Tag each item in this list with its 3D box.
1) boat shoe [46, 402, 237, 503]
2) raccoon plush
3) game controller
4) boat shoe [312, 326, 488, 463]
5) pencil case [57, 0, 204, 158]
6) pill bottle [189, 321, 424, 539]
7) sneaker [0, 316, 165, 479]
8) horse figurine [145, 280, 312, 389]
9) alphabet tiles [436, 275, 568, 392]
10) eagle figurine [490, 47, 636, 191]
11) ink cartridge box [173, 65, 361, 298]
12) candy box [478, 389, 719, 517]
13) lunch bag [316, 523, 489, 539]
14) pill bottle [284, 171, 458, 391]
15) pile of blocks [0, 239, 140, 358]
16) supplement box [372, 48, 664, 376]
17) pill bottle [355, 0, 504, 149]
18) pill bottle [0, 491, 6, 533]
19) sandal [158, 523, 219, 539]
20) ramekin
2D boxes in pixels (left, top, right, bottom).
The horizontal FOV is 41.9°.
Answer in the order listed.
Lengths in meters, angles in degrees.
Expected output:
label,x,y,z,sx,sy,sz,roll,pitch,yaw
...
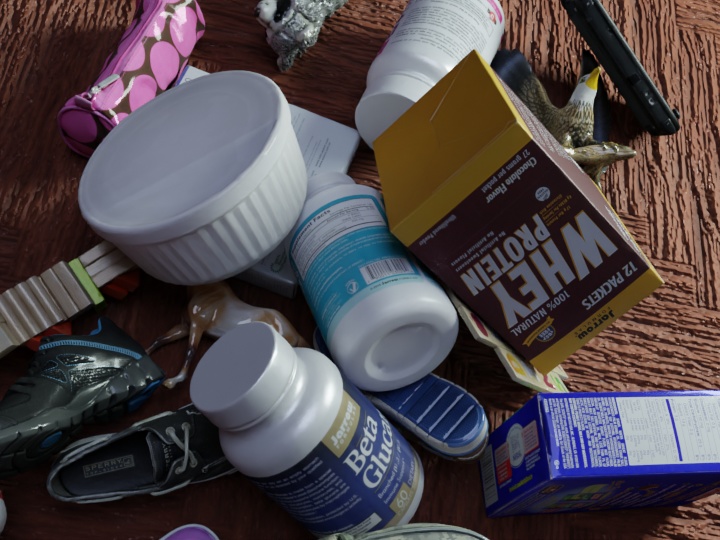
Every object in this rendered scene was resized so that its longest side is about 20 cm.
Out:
label,x,y,z,sx,sy,sz,roll,pitch,yaw
boat shoe,-0.159,0.153,0.785,0.199,0.064,0.071,-17,90,-9
raccoon plush,-0.027,-0.299,1.056,0.199,0.097,0.135,-9,72,-16
game controller,0.289,-0.237,1.049,0.200,0.042,0.104,52,20,-14
boat shoe,0.032,0.112,0.852,0.072,0.073,0.200,-39,52,-17
pencil case,-0.229,-0.207,0.961,0.090,0.094,0.201,10,57,15
pill bottle,-0.042,0.132,0.752,0.200,0.111,0.111,49,53,-34
sneaker,-0.253,0.101,0.758,0.082,0.073,0.200,50,32,9
horse figurine,-0.116,0.067,0.866,0.199,0.050,0.133,25,67,5
alphabet tiles,0.127,0.043,0.860,0.006,0.200,0.167,-39,57,18
eagle figurine,0.221,-0.161,1.026,0.152,0.151,0.200,44,15,-28
ink cartridge box,-0.123,-0.093,0.952,0.199,0.043,0.197,21,62,2
candy box,0.222,0.160,0.814,0.199,0.169,0.077,1,66,-11
lunch bag,0.017,0.265,0.701,0.167,0.200,0.140,-16,67,-17
pill bottle,0.000,0.000,0.832,0.110,0.111,0.200,-12,46,-17
pile of blocks,-0.271,0.037,0.833,0.200,0.082,0.062,-33,87,-40
supplement box,0.131,-0.056,0.840,0.200,0.133,0.198,42,18,-23
pill bottle,0.074,-0.215,1.005,0.113,0.114,0.201,25,55,3
pill bottle,-0.344,0.167,0.731,0.112,0.112,0.201,-20,67,-20
sandal,-0.176,0.287,0.736,0.082,0.050,0.203,36,62,8
ramekin,-0.138,-0.076,0.826,0.201,0.094,0.203,-16,42,15
